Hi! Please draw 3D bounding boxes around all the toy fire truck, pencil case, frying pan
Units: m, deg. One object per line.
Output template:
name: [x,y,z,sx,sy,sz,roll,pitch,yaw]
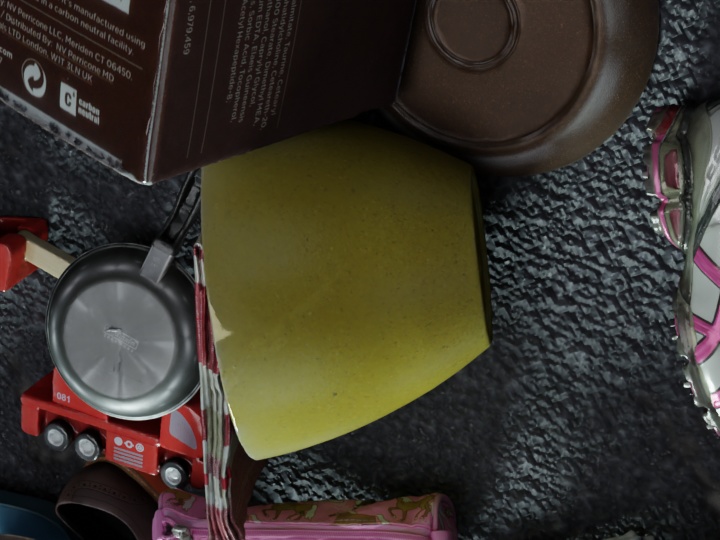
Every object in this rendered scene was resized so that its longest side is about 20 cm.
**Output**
toy fire truck: [-0.172,0.053,1.247,0.198,0.049,0.142,15,117,19]
pencil case: [-0.033,0.179,1.195,0.198,0.087,0.084,0,108,12]
frying pan: [-0.121,0.017,1.185,0.190,0.031,0.115,-41,91,18]

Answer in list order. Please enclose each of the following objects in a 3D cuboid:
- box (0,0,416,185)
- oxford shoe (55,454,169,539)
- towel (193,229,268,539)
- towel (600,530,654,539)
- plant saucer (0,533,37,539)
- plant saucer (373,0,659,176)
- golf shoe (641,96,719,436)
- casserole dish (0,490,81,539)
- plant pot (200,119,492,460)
box: [-0.087,-0.170,0.988,0.165,0.199,0.166,31,124,31]
oxford shoe: [-0.125,0.210,1.281,0.200,0.073,0.071,40,124,5]
towel: [-0.075,0.050,1.143,0.022,0.144,0.202,1,114,5]
towel: [0.132,0.270,1.151,0.146,0.024,0.202,-19,74,36]
plant saucer: [-0.211,0.259,1.312,0.198,0.035,0.201,15,138,14]
plant saucer: [0.066,-0.142,1.048,0.198,0.032,0.202,11,118,21]
golf shoe: [0.212,0.005,1.017,0.091,0.073,0.202,-5,110,27]
casserole dish: [-0.267,0.209,1.373,0.198,0.039,0.122,7,115,23]
plant pot: [0.000,0.000,1.067,0.140,0.200,0.202,-6,111,7]
